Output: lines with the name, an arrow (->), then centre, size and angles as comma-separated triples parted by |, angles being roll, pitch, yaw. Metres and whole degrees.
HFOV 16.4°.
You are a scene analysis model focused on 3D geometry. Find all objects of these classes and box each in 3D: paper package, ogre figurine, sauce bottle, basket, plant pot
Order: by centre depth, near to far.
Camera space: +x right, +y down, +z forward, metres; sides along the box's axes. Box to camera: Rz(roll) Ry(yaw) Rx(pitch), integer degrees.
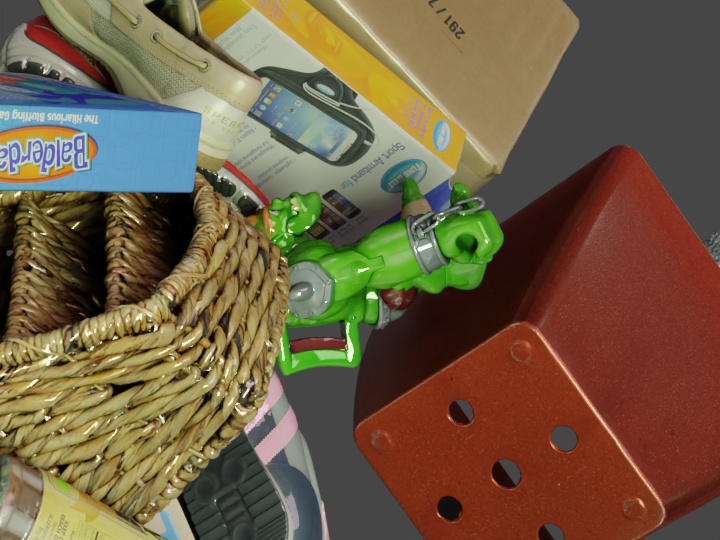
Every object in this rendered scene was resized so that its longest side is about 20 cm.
sauce bottle -> -0.107, 0.157, 1.193 | 0.200, 0.065, 0.065 | 34, 46, -28
basket -> -0.131, 0.009, 1.257 | 0.149, 0.143, 0.200 | 39, 18, -20
ogre figurine -> 0.000, 0.000, 1.385 | 0.119, 0.200, 0.099 | -17, 110, -15
plant pot -> 0.110, 0.082, 1.419 | 0.200, 0.199, 0.176 | 54, 30, -4
paper package -> 0.021, -0.158, 1.579 | 0.200, 0.103, 0.191 | 45, 42, -12

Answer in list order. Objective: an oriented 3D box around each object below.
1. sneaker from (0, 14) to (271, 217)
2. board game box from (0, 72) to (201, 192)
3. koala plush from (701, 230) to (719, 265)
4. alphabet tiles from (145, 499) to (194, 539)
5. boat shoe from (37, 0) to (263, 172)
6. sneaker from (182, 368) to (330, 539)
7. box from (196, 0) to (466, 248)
sneaker -> -0.118, -0.077, 1.423 | 0.200, 0.077, 0.085 | 40, 35, -21
board game box -> -0.203, -0.072, 1.239 | 0.199, 0.152, 0.045 | 0, 101, -43
koala plush -> 0.307, 0.064, 1.656 | 0.177, 0.184, 0.200 | 43, 45, -14
alphabet tiles -> -0.150, 0.140, 1.236 | 0.200, 0.015, 0.196 | 14, 41, -49
boat shoe -> -0.116, -0.136, 1.371 | 0.072, 0.065, 0.200 | 18, 25, -46
sneaker -> -0.070, 0.079, 1.390 | 0.082, 0.070, 0.201 | 21, 49, -60
box -> -0.033, -0.088, 1.473 | 0.200, 0.119, 0.042 | 37, 45, -22
